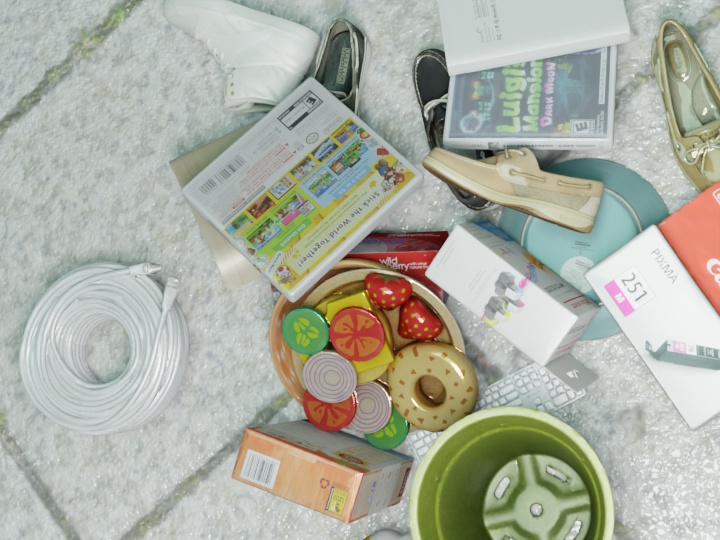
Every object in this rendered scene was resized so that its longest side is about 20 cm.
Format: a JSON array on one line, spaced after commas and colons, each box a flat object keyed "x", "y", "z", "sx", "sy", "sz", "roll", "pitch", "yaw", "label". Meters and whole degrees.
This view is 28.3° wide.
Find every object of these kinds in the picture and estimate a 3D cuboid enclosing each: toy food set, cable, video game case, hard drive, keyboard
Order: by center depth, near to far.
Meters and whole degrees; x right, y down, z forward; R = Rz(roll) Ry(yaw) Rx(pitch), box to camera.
[{"x": 0.016, "y": 0.095, "z": 1.515, "sx": 0.196, "sy": 0.049, "sz": 0.201, "roll": -19, "pitch": 106, "yaw": 21, "label": "toy food set"}, {"x": -0.063, "y": -0.091, "z": 1.542, "sx": 0.200, "sy": 0.023, "sz": 0.182, "roll": -42, "pitch": 69, "yaw": -15, "label": "video game case"}, {"x": 0.188, "y": -0.219, "z": 1.553, "sx": 0.180, "sy": 0.023, "sz": 0.202, "roll": 1, "pitch": 61, "yaw": 13, "label": "video game case"}, {"x": 0.146, "y": 0.155, "z": 1.558, "sx": 0.199, "sy": 0.011, "sz": 0.057, "roll": -28, "pitch": 75, "yaw": 10, "label": "keyboard"}, {"x": 0.186, "y": -0.288, "z": 1.566, "sx": 0.198, "sy": 0.026, "sz": 0.133, "roll": -10, "pitch": 58, "yaw": 6, "label": "hard drive"}, {"x": -0.119, "y": -0.082, "z": 1.604, "sx": 0.142, "sy": 0.061, "sz": 0.201, "roll": -25, "pitch": 53, "yaw": -6, "label": "toy food set"}, {"x": -0.297, "y": 0.091, "z": 1.662, "sx": 0.198, "sy": 0.069, "sz": 0.202, "roll": 2, "pitch": 83, "yaw": 17, "label": "cable"}]

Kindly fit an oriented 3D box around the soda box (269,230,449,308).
[{"x": 0.000, "y": 0.000, "z": 1.582, "sx": 0.198, "sy": 0.063, "sz": 0.071, "roll": -1, "pitch": 111, "yaw": 15, "label": "soda box"}]

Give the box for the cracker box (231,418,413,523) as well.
[{"x": -0.036, "y": 0.208, "z": 1.501, "sx": 0.133, "sy": 0.200, "sz": 0.058, "roll": 18, "pitch": 93, "yaw": 17, "label": "cracker box"}]

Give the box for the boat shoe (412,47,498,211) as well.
[{"x": 0.101, "y": -0.160, "z": 1.585, "sx": 0.073, "sy": 0.060, "sz": 0.202, "roll": -24, "pitch": 76, "yaw": 28, "label": "boat shoe"}]

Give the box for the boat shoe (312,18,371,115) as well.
[{"x": -0.034, "y": -0.186, "z": 1.630, "sx": 0.070, "sy": 0.064, "sz": 0.202, "roll": 5, "pitch": 83, "yaw": 16, "label": "boat shoe"}]

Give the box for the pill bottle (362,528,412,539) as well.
[{"x": 0.008, "y": 0.345, "z": 1.520, "sx": 0.199, "sy": 0.104, "sz": 0.105, "roll": -34, "pitch": 75, "yaw": 9, "label": "pill bottle"}]

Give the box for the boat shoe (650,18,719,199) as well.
[{"x": 0.358, "y": -0.169, "z": 1.517, "sx": 0.073, "sy": 0.063, "sz": 0.203, "roll": -17, "pitch": 78, "yaw": 13, "label": "boat shoe"}]

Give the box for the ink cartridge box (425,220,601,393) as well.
[{"x": 0.176, "y": 0.034, "z": 1.489, "sx": 0.200, "sy": 0.115, "sz": 0.068, "roll": 39, "pitch": 107, "yaw": 15, "label": "ink cartridge box"}]

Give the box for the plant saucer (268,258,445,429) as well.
[{"x": -0.001, "y": 0.078, "z": 1.559, "sx": 0.198, "sy": 0.037, "sz": 0.202, "roll": 5, "pitch": 112, "yaw": 12, "label": "plant saucer"}]

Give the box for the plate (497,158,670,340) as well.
[{"x": 0.241, "y": -0.025, "z": 1.550, "sx": 0.198, "sy": 0.026, "sz": 0.203, "roll": -2, "pitch": 81, "yaw": 15, "label": "plate"}]

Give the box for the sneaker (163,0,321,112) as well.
[{"x": -0.157, "y": -0.249, "z": 1.669, "sx": 0.198, "sy": 0.074, "sz": 0.117, "roll": 18, "pitch": 84, "yaw": 16, "label": "sneaker"}]

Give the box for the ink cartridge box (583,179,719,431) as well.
[{"x": 0.358, "y": 0.035, "z": 1.480, "sx": 0.173, "sy": 0.044, "sz": 0.201, "roll": -36, "pitch": 83, "yaw": 12, "label": "ink cartridge box"}]

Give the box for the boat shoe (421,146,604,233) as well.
[{"x": 0.161, "y": -0.099, "z": 1.504, "sx": 0.198, "sy": 0.071, "sz": 0.065, "roll": 18, "pitch": 94, "yaw": -15, "label": "boat shoe"}]

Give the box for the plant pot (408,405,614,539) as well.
[{"x": 0.165, "y": 0.243, "z": 1.446, "sx": 0.198, "sy": 0.190, "sz": 0.202, "roll": -2, "pitch": 82, "yaw": 15, "label": "plant pot"}]
